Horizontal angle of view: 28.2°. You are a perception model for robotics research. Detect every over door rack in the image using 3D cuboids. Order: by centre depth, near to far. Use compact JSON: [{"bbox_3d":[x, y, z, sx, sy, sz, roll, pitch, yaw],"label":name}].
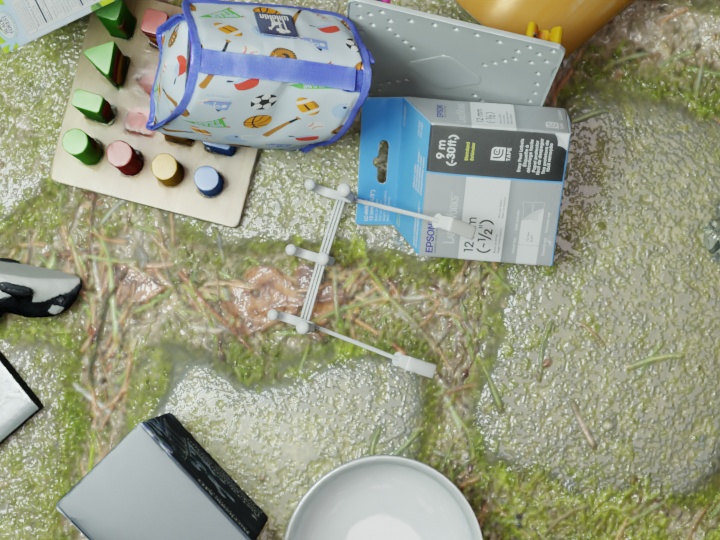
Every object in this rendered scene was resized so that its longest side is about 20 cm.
[{"bbox_3d":[0.000,0.000,1.361,0.199,0.066,0.150,17,91,40],"label":"over door rack"}]

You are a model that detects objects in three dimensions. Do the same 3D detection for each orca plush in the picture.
[{"bbox_3d":[-0.369,0.032,1.381,0.105,0.198,0.072,22,104,44],"label":"orca plush"}]

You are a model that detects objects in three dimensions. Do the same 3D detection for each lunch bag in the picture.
[{"bbox_3d":[-0.093,-0.176,1.292,0.168,0.200,0.126,4,91,-17],"label":"lunch bag"}]

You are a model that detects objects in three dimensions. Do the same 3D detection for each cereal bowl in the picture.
[{"bbox_3d":[0.021,0.277,1.386,0.197,0.083,0.203,0,87,0],"label":"cereal bowl"}]

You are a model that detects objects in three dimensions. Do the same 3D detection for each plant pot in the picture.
[{"bbox_3d":[0.188,-0.300,1.375,0.200,0.200,0.184,41,104,2],"label":"plant pot"}]

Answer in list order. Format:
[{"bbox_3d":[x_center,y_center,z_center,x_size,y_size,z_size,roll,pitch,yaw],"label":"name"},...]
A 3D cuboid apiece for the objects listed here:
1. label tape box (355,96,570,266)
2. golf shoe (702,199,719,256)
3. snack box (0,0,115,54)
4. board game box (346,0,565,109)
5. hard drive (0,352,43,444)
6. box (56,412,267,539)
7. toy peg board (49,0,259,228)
[{"bbox_3d":[0.095,-0.086,1.383,0.197,0.066,0.145,3,121,-1],"label":"label tape box"},{"bbox_3d":[0.430,-0.080,1.421,0.097,0.078,0.201,36,93,-15],"label":"golf shoe"},{"bbox_3d":[-0.283,-0.277,1.359,0.141,0.200,0.053,-25,114,-1],"label":"snack box"},{"bbox_3d":[0.082,-0.198,1.357,0.197,0.200,0.026,14,73,1],"label":"board game box"},{"bbox_3d":[-0.435,0.147,1.419,0.200,0.033,0.140,-41,88,-2],"label":"hard drive"},{"bbox_3d":[-0.178,0.224,1.331,0.107,0.200,0.149,-44,88,-2],"label":"box"},{"bbox_3d":[-0.193,-0.165,1.403,0.196,0.098,0.203,14,88,1],"label":"toy peg board"}]
